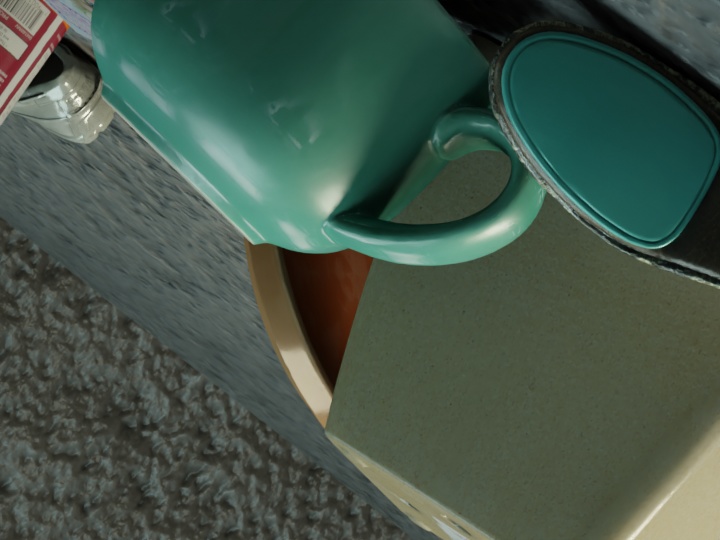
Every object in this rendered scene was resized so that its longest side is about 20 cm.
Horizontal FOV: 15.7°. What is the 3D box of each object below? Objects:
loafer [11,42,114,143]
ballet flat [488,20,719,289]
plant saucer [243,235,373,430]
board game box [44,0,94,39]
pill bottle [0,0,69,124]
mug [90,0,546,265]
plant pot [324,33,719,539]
[{"bbox_3d":[-0.249,-0.145,1.807,0.199,0.070,0.070,18,159,38],"label":"loafer"},{"bbox_3d":[0.135,-0.026,0.985,0.199,0.068,0.075,32,-173,3],"label":"ballet flat"},{"bbox_3d":[0.000,0.000,1.247,0.032,0.201,0.200,-16,143,28],"label":"plant saucer"},{"bbox_3d":[-0.122,-0.154,1.318,0.199,0.041,0.200,28,170,38],"label":"board game box"},{"bbox_3d":[-0.262,-0.113,1.548,0.109,0.201,0.110,33,172,6],"label":"pill bottle"},{"bbox_3d":[-0.027,-0.075,1.026,0.152,0.114,0.185,46,178,-33],"label":"mug"},{"bbox_3d":[0.100,0.049,1.132,0.199,0.178,0.200,30,170,25],"label":"plant pot"}]
